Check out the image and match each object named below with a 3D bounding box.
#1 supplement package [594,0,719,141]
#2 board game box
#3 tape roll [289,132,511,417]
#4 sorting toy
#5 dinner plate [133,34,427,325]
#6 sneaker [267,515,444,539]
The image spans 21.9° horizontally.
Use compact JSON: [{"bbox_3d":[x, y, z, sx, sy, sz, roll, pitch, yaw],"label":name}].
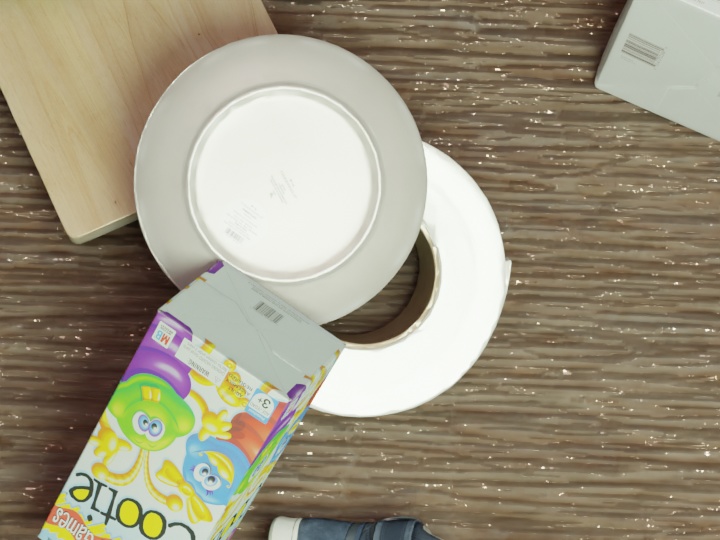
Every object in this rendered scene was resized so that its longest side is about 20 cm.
[{"bbox_3d":[0.287,-0.224,1.356,0.147,0.191,0.200,24,74,3],"label":"supplement package"},{"bbox_3d":[-0.113,0.113,1.231,0.105,0.103,0.200,34,117,7],"label":"board game box"},{"bbox_3d":[0.000,0.000,1.308,0.202,0.071,0.203,0,94,-8],"label":"tape roll"},{"bbox_3d":[-0.159,-0.139,1.373,0.199,0.070,0.200,-24,77,-9],"label":"sorting toy"},{"bbox_3d":[-0.052,-0.058,1.251,0.200,0.024,0.201,-1,95,-6],"label":"dinner plate"},{"bbox_3d":[0.011,0.264,1.252,0.146,0.077,0.203,-3,73,10],"label":"sneaker"}]
